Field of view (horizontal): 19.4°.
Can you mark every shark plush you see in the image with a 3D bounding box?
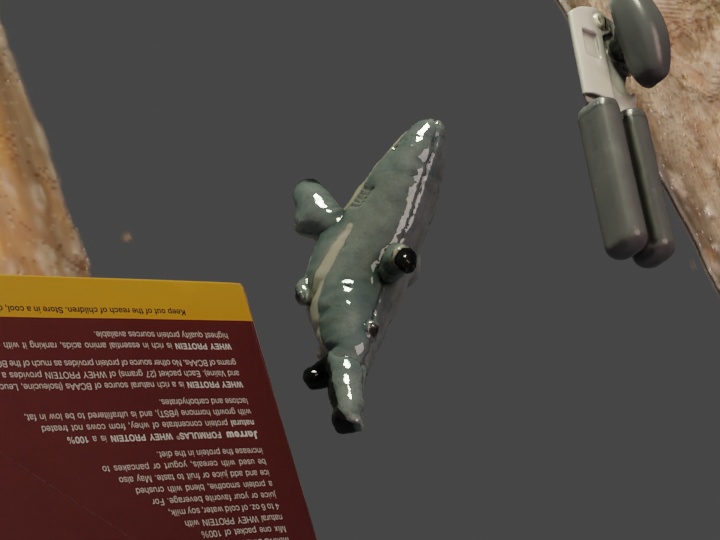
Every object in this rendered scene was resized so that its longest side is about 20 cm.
[{"bbox_3d":[0.000,0.000,1.160,0.091,0.083,0.200,43,41,-14],"label":"shark plush"}]

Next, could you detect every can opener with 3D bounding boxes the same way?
[{"bbox_3d":[0.183,-0.102,1.424,0.053,0.067,0.201,15,53,-36],"label":"can opener"}]

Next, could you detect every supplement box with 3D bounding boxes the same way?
[{"bbox_3d":[-0.136,0.121,0.905,0.197,0.133,0.201,2,62,-44],"label":"supplement box"}]
